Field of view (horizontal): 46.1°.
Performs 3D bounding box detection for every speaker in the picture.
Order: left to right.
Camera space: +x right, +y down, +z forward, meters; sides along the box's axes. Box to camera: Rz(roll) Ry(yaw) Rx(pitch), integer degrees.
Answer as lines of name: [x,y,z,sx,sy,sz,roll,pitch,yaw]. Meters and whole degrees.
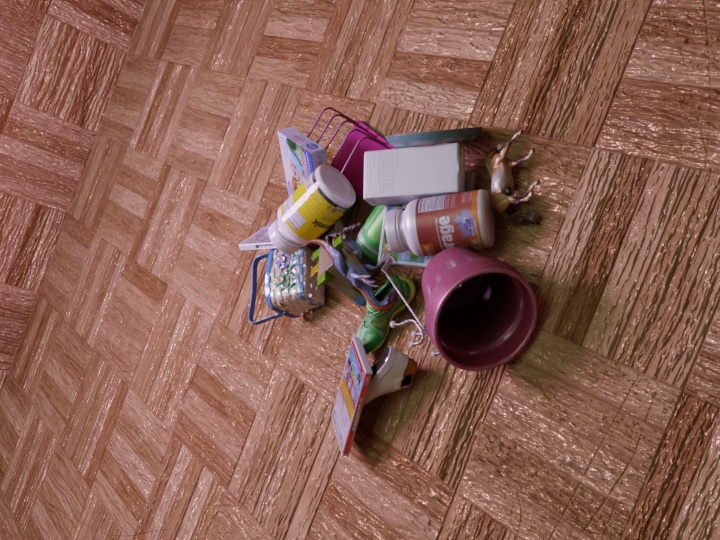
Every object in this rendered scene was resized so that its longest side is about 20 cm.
speaker: [0.073,-0.120,1.813,0.201,0.088,0.089,-55,42,18]

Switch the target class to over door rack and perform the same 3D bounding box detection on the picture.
over door rack: [0.116,0.086,1.634,0.066,0.147,0.201,-40,48,24]

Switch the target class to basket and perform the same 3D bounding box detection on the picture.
basket: [-0.183,0.026,2.006,0.198,0.139,0.178,-19,61,34]

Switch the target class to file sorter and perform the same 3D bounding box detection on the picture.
file sorter: [-0.028,-0.272,1.960,0.140,0.125,0.200,-59,41,12]

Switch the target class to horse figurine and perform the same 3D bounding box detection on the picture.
horse figurine: [0.285,-0.169,1.610,0.132,0.049,0.202,-34,56,52]

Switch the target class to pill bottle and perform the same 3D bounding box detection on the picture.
pill bottle: [-0.112,-0.128,1.850,0.200,0.111,0.112,-41,47,28]
pill bottle: [0.153,-0.087,1.631,0.198,0.112,0.114,-8,67,19]

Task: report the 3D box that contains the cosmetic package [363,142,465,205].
cosmetic package: [0.108,-0.190,1.688,0.198,0.074,0.103,-1,81,18]

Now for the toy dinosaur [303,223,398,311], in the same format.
toy dinosaur: [0.000,0.000,1.720,0.199,0.104,0.183,-10,103,55]

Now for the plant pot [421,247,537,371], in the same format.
plant pot: [0.196,0.051,1.534,0.201,0.199,0.179,-58,26,15]

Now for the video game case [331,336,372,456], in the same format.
video game case: [-0.020,0.258,1.743,0.143,0.017,0.202,-114,35,-63]

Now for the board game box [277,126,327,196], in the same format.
board game box: [-0.125,-0.212,1.974,0.199,0.041,0.202,39,143,55]

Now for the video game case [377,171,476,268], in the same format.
video game case: [0.134,-0.105,1.714,0.180,0.022,0.203,6,83,21]

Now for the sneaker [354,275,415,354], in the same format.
sneaker: [0.034,0.088,1.775,0.201,0.083,0.074,-58,42,16]

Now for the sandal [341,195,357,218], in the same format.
sandal: [-0.074,-0.187,2.032,0.081,0.054,0.200,-57,40,12]

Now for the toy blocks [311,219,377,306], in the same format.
toy blocks: [-0.023,-0.014,1.848,0.100,0.136,0.201,-40,30,30]

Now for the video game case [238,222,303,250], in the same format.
video game case: [-0.174,-0.087,2.023,0.198,0.143,0.018,-2,113,32]

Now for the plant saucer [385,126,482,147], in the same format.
plant saucer: [0.149,-0.269,1.716,0.199,0.199,0.028,4,102,49]

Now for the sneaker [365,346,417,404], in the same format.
sneaker: [0.053,0.230,1.712,0.200,0.084,0.073,127,164,-53]
